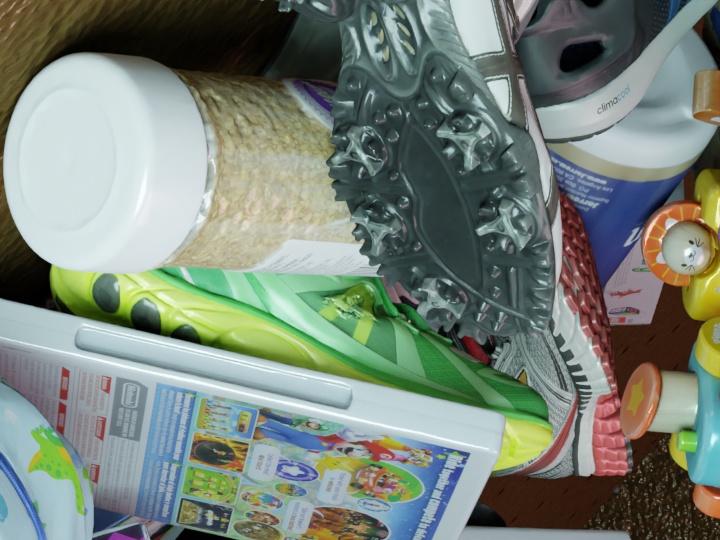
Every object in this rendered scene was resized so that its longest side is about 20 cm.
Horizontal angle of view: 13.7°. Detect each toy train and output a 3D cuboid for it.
[{"bbox_3d":[0.146,0.001,1.242,0.150,0.055,0.200,113,-17,-77],"label":"toy train"}]

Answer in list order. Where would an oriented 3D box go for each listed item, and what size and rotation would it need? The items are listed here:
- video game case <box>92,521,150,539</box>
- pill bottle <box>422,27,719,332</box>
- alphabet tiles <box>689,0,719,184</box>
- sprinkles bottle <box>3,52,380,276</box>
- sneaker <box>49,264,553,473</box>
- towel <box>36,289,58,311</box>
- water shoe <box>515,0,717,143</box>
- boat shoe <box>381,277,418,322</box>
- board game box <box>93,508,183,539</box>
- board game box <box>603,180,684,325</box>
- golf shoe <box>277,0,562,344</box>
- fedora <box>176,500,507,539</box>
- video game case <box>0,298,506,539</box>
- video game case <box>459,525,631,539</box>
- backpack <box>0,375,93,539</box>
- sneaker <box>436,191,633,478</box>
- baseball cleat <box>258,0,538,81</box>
[{"bbox_3d":[-0.169,0.162,1.128,0.200,0.036,0.181,-16,159,-9],"label":"video game case"},{"bbox_3d":[0.073,-0.034,1.363,0.111,0.111,0.200,-35,164,-44],"label":"pill bottle"},{"bbox_3d":[0.175,-0.057,1.311,0.006,0.167,0.200,-4,128,-11],"label":"alphabet tiles"},{"bbox_3d":[-0.024,-0.031,0.990,0.200,0.068,0.068,2,134,-49],"label":"sprinkles bottle"},{"bbox_3d":[-0.011,0.015,1.066,0.074,0.200,0.084,-26,-138,59],"label":"sneaker"},{"bbox_3d":[-0.102,0.038,1.210,0.145,0.022,0.200,-51,167,16],"label":"towel"},{"bbox_3d":[0.110,-0.137,1.236,0.200,0.071,0.079,-61,144,-43],"label":"water shoe"},{"bbox_3d":[0.000,0.000,1.249,0.200,0.066,0.072,-58,164,2],"label":"boat shoe"},{"bbox_3d":[-0.138,0.126,1.238,0.153,0.040,0.200,-31,168,-37],"label":"board game box"},{"bbox_3d":[0.135,-0.058,1.503,0.035,0.127,0.200,-1,165,1],"label":"board game box"},{"bbox_3d":[0.028,-0.073,0.943,0.078,0.200,0.095,-1,-148,34],"label":"golf shoe"},{"bbox_3d":[-0.026,0.081,1.362,0.201,0.200,0.092,89,5,-74],"label":"fedora"},{"bbox_3d":[-0.058,0.061,1.060,0.143,0.200,0.018,108,-5,-64],"label":"video game case"},{"bbox_3d":[-0.005,0.148,1.319,0.182,0.024,0.200,-24,161,34],"label":"video game case"},{"bbox_3d":[-0.168,0.118,0.955,0.154,0.163,0.200,-40,155,-52],"label":"backpack"},{"bbox_3d":[0.069,0.038,1.297,0.082,0.078,0.200,-11,144,3],"label":"sneaker"},{"bbox_3d":[0.005,-0.078,1.121,0.200,0.070,0.106,-41,178,26],"label":"baseball cleat"}]
